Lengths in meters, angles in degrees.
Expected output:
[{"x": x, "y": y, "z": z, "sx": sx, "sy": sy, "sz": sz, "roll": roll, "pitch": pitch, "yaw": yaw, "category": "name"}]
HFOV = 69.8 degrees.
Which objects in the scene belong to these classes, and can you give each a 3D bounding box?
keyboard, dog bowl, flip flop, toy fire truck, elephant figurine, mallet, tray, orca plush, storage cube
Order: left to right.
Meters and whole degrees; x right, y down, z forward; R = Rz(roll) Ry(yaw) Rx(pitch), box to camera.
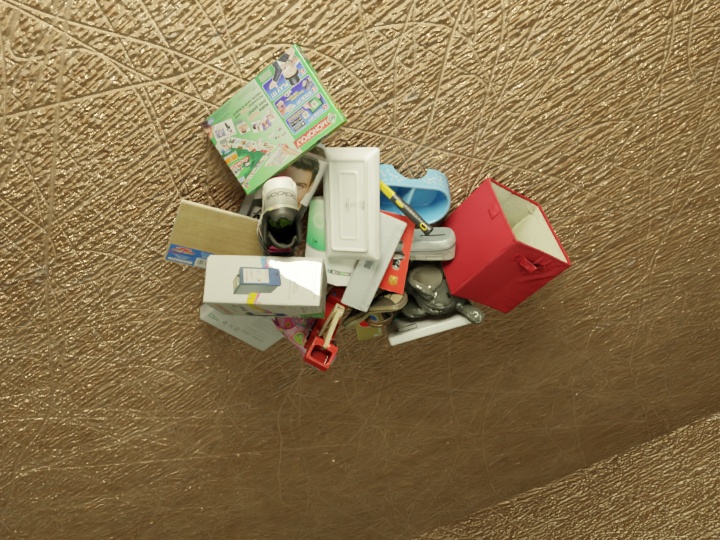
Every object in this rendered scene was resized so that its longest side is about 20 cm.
[{"x": -0.063, "y": 0.108, "z": 1.030, "sx": 0.049, "sy": 0.201, "sz": 0.141, "roll": 28, "pitch": 153, "yaw": -8, "category": "toy fire truck"}, {"x": -0.019, "y": -0.116, "z": 0.919, "sx": 0.106, "sy": 0.022, "sz": 0.202, "roll": 3, "pitch": 105, "yaw": 16, "category": "tray"}, {"x": 0.000, "y": 0.000, "z": 1.038, "sx": 0.198, "sy": 0.072, "sz": 0.105, "roll": 11, "pitch": 159, "yaw": 7, "category": "orca plush"}, {"x": 0.023, "y": -0.011, "z": 0.973, "sx": 0.056, "sy": 0.011, "sz": 0.201, "roll": 23, "pitch": 114, "yaw": -1, "category": "keyboard"}, {"x": 0.033, "y": 0.091, "z": 1.066, "sx": 0.058, "sy": 0.081, "sz": 0.200, "roll": 54, "pitch": 138, "yaw": -4, "category": "flip flop"}, {"x": 0.058, "y": -0.144, "z": 0.916, "sx": 0.066, "sy": 0.200, "sz": 0.041, "roll": -56, "pitch": 169, "yaw": 18, "category": "mallet"}, {"x": 0.087, "y": -0.141, "z": 1.004, "sx": 0.198, "sy": 0.050, "sz": 0.112, "roll": 2, "pitch": 134, "yaw": -18, "category": "dog bowl"}, {"x": 0.142, "y": 0.037, "z": 1.091, "sx": 0.155, "sy": 0.201, "sz": 0.141, "roll": -31, "pitch": 135, "yaw": 17, "category": "elephant figurine"}, {"x": 0.280, "y": -0.045, "z": 1.055, "sx": 0.170, "sy": 0.201, "sz": 0.180, "roll": 18, "pitch": 134, "yaw": -31, "category": "storage cube"}]

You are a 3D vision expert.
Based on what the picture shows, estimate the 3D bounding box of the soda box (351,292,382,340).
[{"x": 0.008, "y": 0.071, "z": 1.184, "sx": 0.063, "sy": 0.068, "sz": 0.201, "roll": -12, "pitch": 137, "yaw": -2, "category": "soda box"}]

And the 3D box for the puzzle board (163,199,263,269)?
[{"x": -0.243, "y": -0.050, "z": 0.945, "sx": 0.199, "sy": 0.017, "sz": 0.151, "roll": 14, "pitch": 135, "yaw": -25, "category": "puzzle board"}]

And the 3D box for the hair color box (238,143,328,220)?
[{"x": -0.143, "y": -0.143, "z": 0.927, "sx": 0.098, "sy": 0.061, "sz": 0.201, "roll": 13, "pitch": 130, "yaw": -25, "category": "hair color box"}]

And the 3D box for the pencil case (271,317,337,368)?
[{"x": -0.122, "y": 0.144, "z": 1.153, "sx": 0.087, "sy": 0.088, "sz": 0.200, "roll": -22, "pitch": 138, "yaw": 7, "category": "pencil case"}]

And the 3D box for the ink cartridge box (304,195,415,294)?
[{"x": -0.007, "y": -0.042, "z": 0.979, "sx": 0.199, "sy": 0.050, "sz": 0.162, "roll": 16, "pitch": 116, "yaw": 17, "category": "ink cartridge box"}]

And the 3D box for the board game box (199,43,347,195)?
[{"x": -0.137, "y": -0.231, "z": 0.807, "sx": 0.199, "sy": 0.029, "sz": 0.135, "roll": -32, "pitch": 96, "yaw": 17, "category": "board game box"}]

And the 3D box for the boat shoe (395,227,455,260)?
[{"x": 0.093, "y": -0.045, "z": 1.040, "sx": 0.198, "sy": 0.074, "sz": 0.067, "roll": 5, "pitch": 133, "yaw": 24, "category": "boat shoe"}]

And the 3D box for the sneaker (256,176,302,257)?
[{"x": -0.137, "y": -0.059, "z": 0.872, "sx": 0.073, "sy": 0.088, "sz": 0.201, "roll": 0, "pitch": 143, "yaw": -12, "category": "sneaker"}]

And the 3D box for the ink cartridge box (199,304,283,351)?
[{"x": -0.217, "y": 0.083, "z": 1.152, "sx": 0.199, "sy": 0.043, "sz": 0.196, "roll": -36, "pitch": 134, "yaw": 16, "category": "ink cartridge box"}]

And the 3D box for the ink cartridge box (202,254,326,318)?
[{"x": -0.163, "y": 0.032, "z": 0.923, "sx": 0.198, "sy": 0.088, "sz": 0.145, "roll": 4, "pitch": 166, "yaw": 0, "category": "ink cartridge box"}]

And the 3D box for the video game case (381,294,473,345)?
[{"x": 0.149, "y": 0.094, "z": 1.173, "sx": 0.198, "sy": 0.182, "sz": 0.024, "roll": -16, "pitch": 111, "yaw": 1, "category": "video game case"}]
